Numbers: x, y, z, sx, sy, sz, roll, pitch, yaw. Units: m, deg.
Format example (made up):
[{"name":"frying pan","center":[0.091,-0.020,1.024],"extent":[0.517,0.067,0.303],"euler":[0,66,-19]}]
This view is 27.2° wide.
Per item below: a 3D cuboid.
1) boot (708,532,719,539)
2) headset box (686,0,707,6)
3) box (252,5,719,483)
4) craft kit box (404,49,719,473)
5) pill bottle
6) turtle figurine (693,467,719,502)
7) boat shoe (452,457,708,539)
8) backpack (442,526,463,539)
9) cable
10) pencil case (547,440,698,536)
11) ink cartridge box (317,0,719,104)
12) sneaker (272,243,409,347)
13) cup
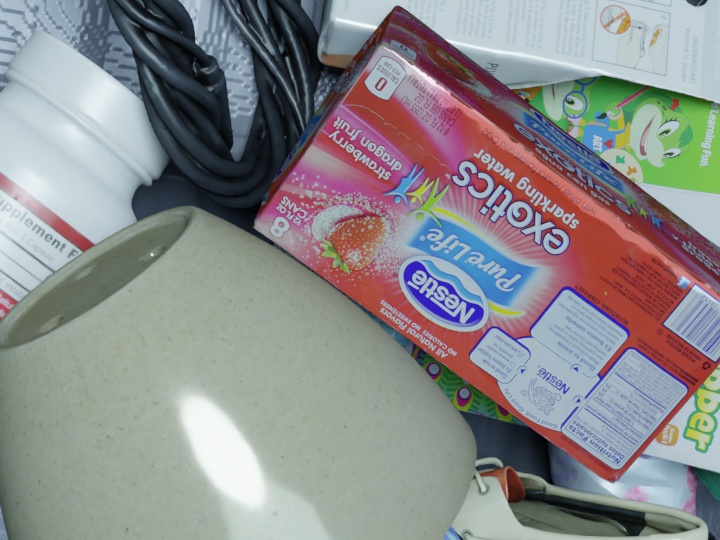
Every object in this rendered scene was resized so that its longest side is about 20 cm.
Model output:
[{"name":"boot","center":[0.288,0.195,0.890],"extent":[0.198,0.070,0.133],"euler":[-17,96,-22]},{"name":"headset box","center":[0.213,-0.101,0.782],"extent":[0.147,0.077,0.203],"euler":[0,97,24]},{"name":"box","center":[0.063,-0.014,0.660],"extent":[0.199,0.096,0.100],"euler":[35,109,-7]},{"name":"craft kit box","center":[0.114,-0.017,0.754],"extent":[0.195,0.048,0.203],"euler":[11,93,17]},{"name":"pill bottle","center":[-0.173,-0.004,0.675],"extent":[0.112,0.112,0.201],"euler":[38,82,-19]},{"name":"turtle figurine","center":[0.272,0.084,0.809],"extent":[0.199,0.101,0.151],"euler":[2,121,-48]},{"name":"boat shoe","center":[0.078,0.128,0.756],"extent":[0.071,0.198,0.063],"euler":[-42,142,-54]},{"name":"backpack","center":[-0.008,0.217,0.615],"extent":[0.199,0.183,0.135],"euler":[-31,144,-4]},{"name":"cable","center":[-0.065,-0.113,0.686],"extent":[0.050,0.164,0.202],"euler":[-11,116,15]},{"name":"pencil case","center":[0.142,0.178,0.822],"extent":[0.082,0.091,0.203],"euler":[-1,96,-6]},{"name":"ink cartridge box","center":[0.087,-0.164,0.735],"extent":[0.197,0.050,0.164],"euler":[11,70,-8]},{"name":"sneaker","center":[0.000,0.000,0.746],"extent":[0.081,0.074,0.202],"euler":[27,97,15]},{"name":"cup","center":[-0.071,0.060,0.609],"extent":[0.199,0.200,0.144],"euler":[-35,107,-13]}]
